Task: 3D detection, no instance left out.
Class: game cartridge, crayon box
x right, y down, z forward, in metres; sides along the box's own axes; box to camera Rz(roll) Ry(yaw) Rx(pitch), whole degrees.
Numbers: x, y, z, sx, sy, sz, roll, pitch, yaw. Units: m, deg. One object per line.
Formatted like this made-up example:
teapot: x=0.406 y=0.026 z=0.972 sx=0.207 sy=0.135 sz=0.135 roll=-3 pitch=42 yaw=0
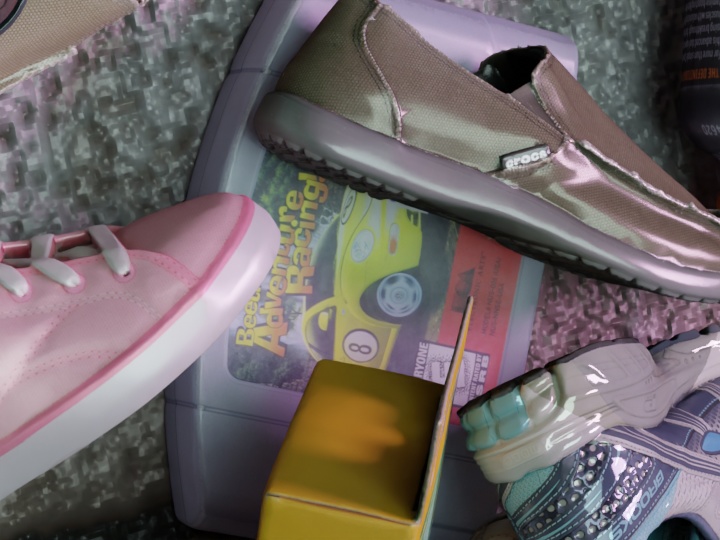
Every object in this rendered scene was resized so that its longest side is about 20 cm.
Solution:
game cartridge: x=0.000 y=0.000 z=0.963 sx=0.132 sy=0.041 sz=0.201 roll=11 pitch=87 yaw=-21
crayon box: x=-0.009 y=0.115 z=0.881 sx=0.051 sy=0.126 sz=0.201 roll=11 pitch=108 yaw=4

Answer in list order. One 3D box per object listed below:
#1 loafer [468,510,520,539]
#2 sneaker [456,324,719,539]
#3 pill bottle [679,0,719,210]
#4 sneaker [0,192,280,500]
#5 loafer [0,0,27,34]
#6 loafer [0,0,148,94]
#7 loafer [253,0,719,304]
loafer: x=0.036 y=0.183 z=0.942 sx=0.063 sy=0.071 sz=0.201 roll=0 pitch=100 yaw=-70
sneaker: x=0.104 y=0.072 z=0.955 sx=0.200 sy=0.077 sz=0.087 roll=-7 pitch=75 yaw=-56
pill bottle: x=0.172 y=-0.103 z=1.001 sx=0.106 sy=0.106 sz=0.201 roll=3 pitch=91 yaw=-25
sneaker: x=-0.127 y=0.013 z=0.870 sx=0.200 sy=0.075 sz=0.105 roll=-35 pitch=107 yaw=-5
loafer: x=-0.196 y=-0.117 z=0.817 sx=0.199 sy=0.063 sz=0.072 roll=20 pitch=84 yaw=-4
loafer: x=-0.113 y=-0.104 z=0.886 sx=0.200 sy=0.068 sz=0.076 roll=-35 pitch=106 yaw=-20
loafer: x=0.063 y=-0.042 z=0.930 sx=0.199 sy=0.075 sz=0.070 roll=20 pitch=88 yaw=-24
